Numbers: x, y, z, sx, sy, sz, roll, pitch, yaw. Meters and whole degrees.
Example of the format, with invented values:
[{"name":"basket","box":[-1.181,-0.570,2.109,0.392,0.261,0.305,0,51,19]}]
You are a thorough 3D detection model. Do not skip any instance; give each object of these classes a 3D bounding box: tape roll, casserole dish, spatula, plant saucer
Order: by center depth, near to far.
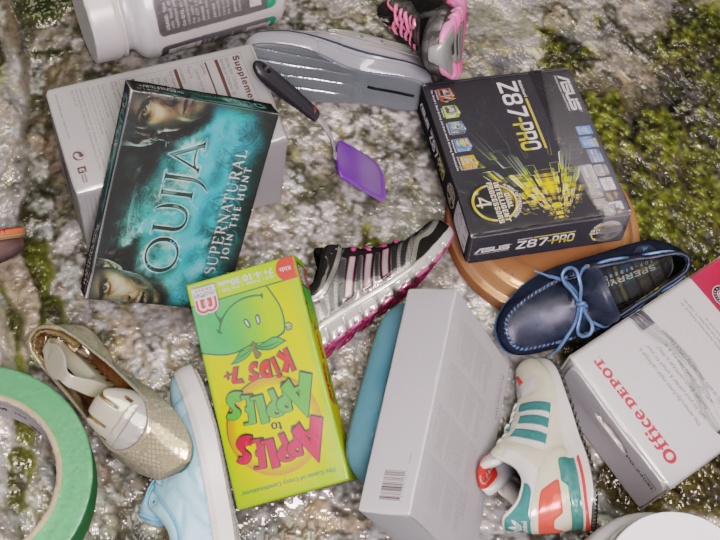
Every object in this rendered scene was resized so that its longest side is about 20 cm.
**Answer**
[{"name":"tape roll","box":[-0.326,0.182,0.985,0.199,0.048,0.201,3,65,-7]},{"name":"casserole dish","box":[0.035,0.119,1.032,0.039,0.121,0.201,-2,56,28]},{"name":"spatula","box":[-0.038,-0.137,1.121,0.020,0.200,0.057,-25,44,24]},{"name":"plant saucer","box":[0.184,-0.045,1.170,0.199,0.032,0.201,3,64,-6]}]

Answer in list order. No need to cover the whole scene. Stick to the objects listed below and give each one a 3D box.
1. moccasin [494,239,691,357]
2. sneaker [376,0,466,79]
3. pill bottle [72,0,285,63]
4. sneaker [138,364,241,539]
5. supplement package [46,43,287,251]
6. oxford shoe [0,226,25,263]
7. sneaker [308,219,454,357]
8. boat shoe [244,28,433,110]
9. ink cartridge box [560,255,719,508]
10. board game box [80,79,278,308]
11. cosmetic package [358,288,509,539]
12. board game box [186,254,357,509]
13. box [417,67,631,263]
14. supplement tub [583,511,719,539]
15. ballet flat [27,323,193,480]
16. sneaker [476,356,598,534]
[{"name":"moccasin","box":[0.218,0.017,1.093,0.199,0.068,0.081,-29,96,-12]},{"name":"sneaker","box":[0.063,-0.253,1.201,0.095,0.079,0.200,5,29,3]},{"name":"pill bottle","box":[-0.187,-0.283,1.185,0.199,0.113,0.113,-19,69,-16]},{"name":"sneaker","box":[-0.154,0.179,0.994,0.081,0.074,0.201,-11,65,-6]},{"name":"supplement package","box":[-0.181,-0.116,1.105,0.199,0.117,0.118,-16,66,-15]},{"name":"oxford shoe","box":[-0.388,0.022,1.052,0.199,0.071,0.073,-29,101,-22]},{"name":"sneaker","box":[0.000,0.000,1.099,0.200,0.074,0.088,-37,81,-16]},{"name":"boat shoe","box":[-0.023,-0.216,1.208,0.199,0.074,0.067,14,48,-13]},{"name":"ink cartridge box","box":[0.299,0.103,1.086,0.199,0.083,0.146,-30,73,-19]},{"name":"board game box","box":[-0.162,-0.061,1.032,0.135,0.201,0.028,5,26,-27]},{"name":"cosmetic package","box":[0.069,0.138,1.002,0.051,0.151,0.201,-2,59,29]},{"name":"board game box","box":[-0.078,0.098,1.021,0.101,0.048,0.201,-16,79,5]},{"name":"box","box":[0.156,-0.107,1.147,0.160,0.049,0.201,-6,55,-10]},{"name":"supplement tub","box":[0.221,0.277,0.930,0.145,0.200,0.146,3,64,-6]},{"name":"ballet flat","box":[-0.221,0.111,0.991,0.200,0.062,0.068,35,96,35]},{"name":"sneaker","box":[0.143,0.150,1.021,0.093,0.071,0.200,-9,37,-1]}]
